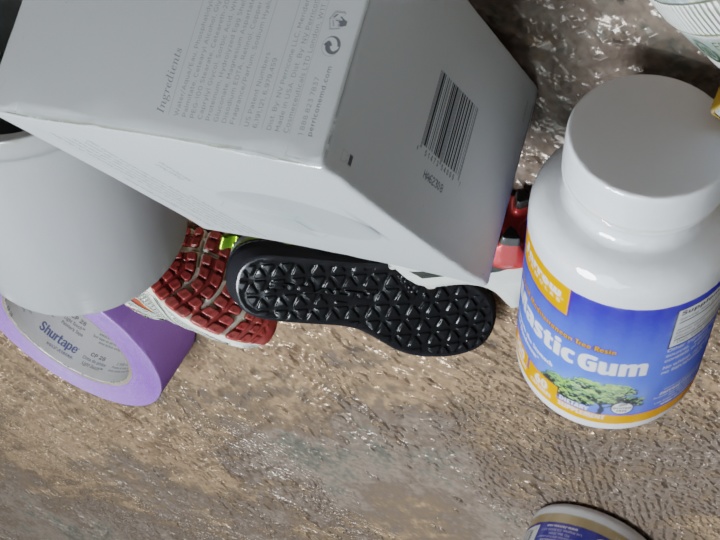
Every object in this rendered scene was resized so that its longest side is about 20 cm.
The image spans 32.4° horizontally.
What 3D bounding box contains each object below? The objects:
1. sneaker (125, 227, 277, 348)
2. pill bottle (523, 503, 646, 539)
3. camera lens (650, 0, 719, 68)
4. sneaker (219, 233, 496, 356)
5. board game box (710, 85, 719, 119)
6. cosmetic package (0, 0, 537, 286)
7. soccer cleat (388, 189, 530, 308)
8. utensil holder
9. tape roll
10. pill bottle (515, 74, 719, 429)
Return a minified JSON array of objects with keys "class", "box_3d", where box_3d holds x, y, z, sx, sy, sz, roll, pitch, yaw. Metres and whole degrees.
[{"class":"sneaker","box_3d":[-0.148,0.005,0.999,0.199,0.078,0.082,29,155,21]},{"class":"pill bottle","box_3d":[0.165,0.310,1.034,0.119,0.201,0.120,22,149,14]},{"class":"camera lens","box_3d":[0.132,-0.171,0.400,0.200,0.160,0.160,44,147,-21]},{"class":"sneaker","box_3d":[0.000,0.000,0.872,0.199,0.083,0.072,14,116,-9]},{"class":"board game box","box_3d":[0.283,-0.058,0.551,0.200,0.040,0.153,36,149,-9]},{"class":"cosmetic package","box_3d":[-0.041,-0.090,0.644,0.199,0.124,0.199,11,170,28]},{"class":"soccer cleat","box_3d":[0.024,-0.030,0.795,0.199,0.069,0.085,17,143,14]},{"class":"utensil holder","box_3d":[-0.204,-0.088,0.815,0.169,0.170,0.200,21,151,15]},{"class":"tape roll","box_3d":[-0.253,0.038,1.137,0.199,0.066,0.201,21,148,14]},{"class":"pill bottle","box_3d":[0.144,-0.007,0.677,0.112,0.112,0.200,20,148,18]}]
